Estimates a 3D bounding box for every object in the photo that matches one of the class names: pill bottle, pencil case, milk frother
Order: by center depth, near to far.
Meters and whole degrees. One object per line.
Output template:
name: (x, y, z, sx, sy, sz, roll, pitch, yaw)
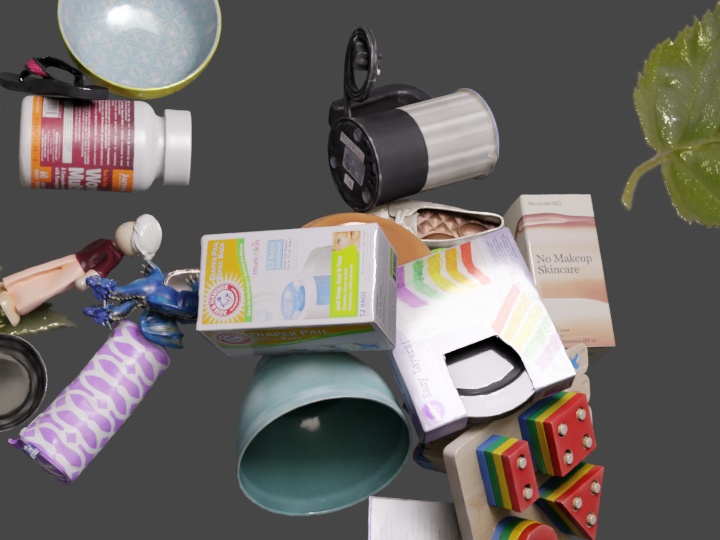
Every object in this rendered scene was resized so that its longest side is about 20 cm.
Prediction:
pencil case: (-0.301, 0.147, 1.516, 0.085, 0.084, 0.200, 29, 63, 23)
pill bottle: (-0.304, -0.149, 1.606, 0.198, 0.110, 0.111, 2, 69, -11)
milk frother: (0.063, -0.198, 1.648, 0.187, 0.201, 0.181, -18, 65, -30)

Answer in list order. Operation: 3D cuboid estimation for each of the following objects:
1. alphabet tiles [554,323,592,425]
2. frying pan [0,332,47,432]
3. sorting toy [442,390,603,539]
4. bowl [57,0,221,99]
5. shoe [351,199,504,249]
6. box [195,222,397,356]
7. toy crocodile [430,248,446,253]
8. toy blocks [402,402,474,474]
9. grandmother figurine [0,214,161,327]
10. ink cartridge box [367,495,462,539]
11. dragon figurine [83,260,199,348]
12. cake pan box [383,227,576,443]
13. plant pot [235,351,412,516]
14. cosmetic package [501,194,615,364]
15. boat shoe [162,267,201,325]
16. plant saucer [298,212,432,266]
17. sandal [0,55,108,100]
alphabet tiles: (0.205, 0.167, 1.563, 0.195, 0.015, 0.202, -23, 113, -41)
frying pan: (-0.447, 0.133, 1.511, 0.188, 0.031, 0.116, -9, 72, -12)
sorting toy: (0.198, 0.246, 1.500, 0.199, 0.069, 0.201, -30, 115, -40)
bowl: (-0.276, -0.288, 1.666, 0.198, 0.108, 0.202, 4, 68, -11)
shoe: (0.086, -0.060, 1.691, 0.198, 0.053, 0.071, 5, 69, -11)
box: (-0.067, 0.024, 1.443, 0.198, 0.101, 0.114, -3, 70, 15)
toy crocodile: (0.064, 0.019, 1.659, 0.198, 0.062, 0.068, -9, 71, -21)
toy blocks: (0.116, 0.161, 1.581, 0.136, 0.100, 0.201, 8, 64, 37)
grandmother figurine: (-0.319, -0.005, 1.545, 0.199, 0.121, 0.061, -28, 121, -8)
ink cartridge box: (0.098, 0.364, 1.540, 0.198, 0.043, 0.200, 7, 69, -13)
dragon figurine: (-0.214, 0.046, 1.512, 0.198, 0.059, 0.100, 22, 30, -9)
cake pan box: (0.118, 0.073, 1.482, 0.182, 0.052, 0.202, -19, 68, -6)
plant pot: (-0.053, 0.161, 1.518, 0.198, 0.202, 0.135, -5, 45, -14)
cosmetic package: (0.245, 0.013, 1.682, 0.102, 0.087, 0.202, -3, 70, -13)
boat shoe: (-0.142, 0.027, 1.597, 0.198, 0.072, 0.073, 9, 68, -9)
plant saucer: (0.000, 0.000, 1.584, 0.198, 0.038, 0.201, 5, 46, -6)
sandal: (-0.362, -0.231, 1.596, 0.075, 0.199, 0.046, -6, 103, -42)
